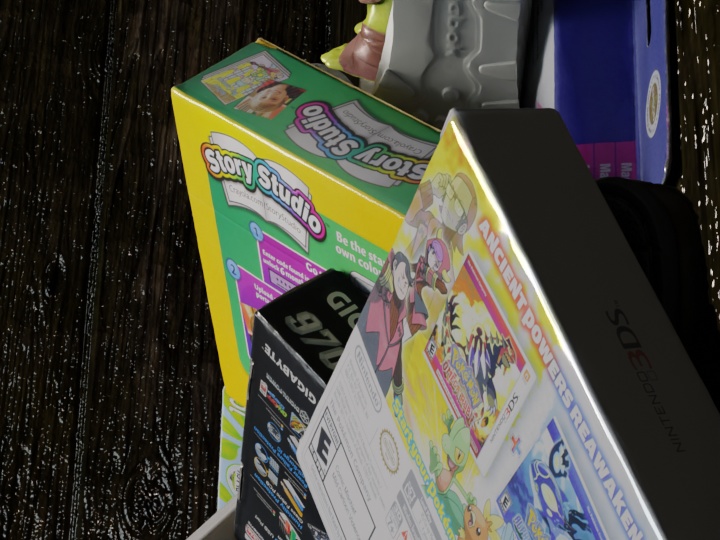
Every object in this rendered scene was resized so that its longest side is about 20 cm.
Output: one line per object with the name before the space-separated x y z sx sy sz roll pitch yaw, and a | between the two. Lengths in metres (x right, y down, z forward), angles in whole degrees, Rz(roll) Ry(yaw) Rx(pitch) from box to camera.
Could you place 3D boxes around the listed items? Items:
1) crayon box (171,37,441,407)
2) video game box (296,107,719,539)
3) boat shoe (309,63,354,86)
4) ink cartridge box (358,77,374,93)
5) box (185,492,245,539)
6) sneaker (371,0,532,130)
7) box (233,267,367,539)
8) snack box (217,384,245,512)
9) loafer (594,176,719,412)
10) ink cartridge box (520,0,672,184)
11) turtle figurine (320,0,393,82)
crayon box | 0.010 0.015 0.969 0.200 0.058 0.173 31 140 41
video game box | 0.052 0.080 0.718 0.182 0.047 0.200 112 143 -46
boat shoe | 0.000 0.000 1.094 0.074 0.200 0.067 -24 12 47
ink cartridge box | 0.044 -0.036 1.173 0.116 0.067 0.200 -52 -24 -46
box | -0.051 0.165 1.081 0.200 0.098 0.124 -39 -2 -45
sneaker | 0.044 -0.096 0.991 0.081 0.076 0.200 -71 -5 -54
box | 0.027 0.119 0.924 0.200 0.046 0.159 45 148 29
snack box | -0.007 0.123 1.244 0.053 0.142 0.200 -55 -13 -27
loafer | 0.088 0.061 0.771 0.072 0.063 0.200 27 117 45
ink cartridge box | 0.092 -0.083 0.973 0.200 0.043 0.197 98 174 -64
turtle figurine | 0.024 -0.177 1.040 0.200 0.064 0.161 -76 -7 -62
